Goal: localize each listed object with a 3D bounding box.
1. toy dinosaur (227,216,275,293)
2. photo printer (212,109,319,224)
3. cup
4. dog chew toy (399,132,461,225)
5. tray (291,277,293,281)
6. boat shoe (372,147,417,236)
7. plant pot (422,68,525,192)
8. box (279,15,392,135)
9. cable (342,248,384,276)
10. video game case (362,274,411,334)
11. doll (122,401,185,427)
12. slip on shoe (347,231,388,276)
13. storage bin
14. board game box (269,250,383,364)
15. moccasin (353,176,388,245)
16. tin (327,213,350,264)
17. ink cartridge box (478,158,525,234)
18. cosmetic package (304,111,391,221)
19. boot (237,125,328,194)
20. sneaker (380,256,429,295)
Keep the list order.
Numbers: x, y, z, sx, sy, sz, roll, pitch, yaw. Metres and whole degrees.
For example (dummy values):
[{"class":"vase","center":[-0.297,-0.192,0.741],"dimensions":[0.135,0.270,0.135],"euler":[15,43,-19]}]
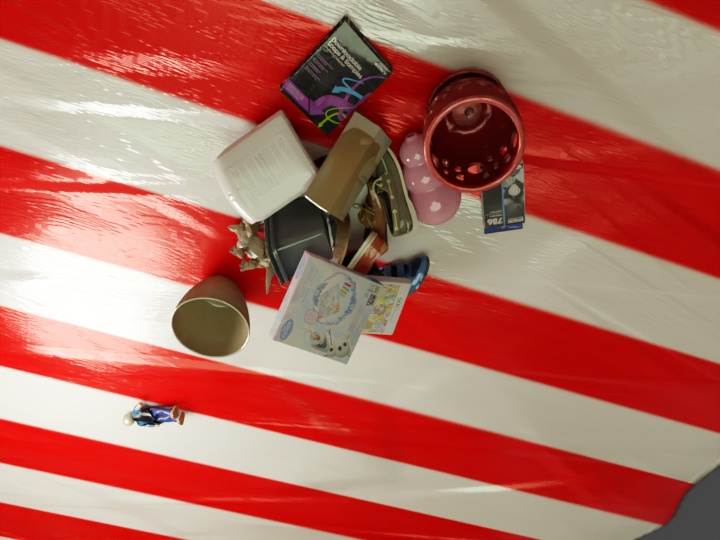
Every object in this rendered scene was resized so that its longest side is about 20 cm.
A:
[{"class":"toy dinosaur","center":[-0.234,-0.050,1.496],"dimensions":[0.085,0.135,0.202],"euler":[-36,82,11]},{"class":"photo printer","center":[-0.201,-0.209,1.363],"dimensions":[0.197,0.070,0.168],"euler":[-33,103,7]},{"class":"cup","center":[-0.365,0.098,1.641],"dimensions":[0.194,0.145,0.204],"euler":[1,129,2]},{"class":"dog chew toy","center":[0.144,-0.202,1.408],"dimensions":[0.121,0.126,0.203],"euler":[-18,119,15]},{"class":"tray","center":[-0.129,0.047,1.544],"dimensions":[0.036,0.205,0.098],"euler":[14,147,-28]},{"class":"boat shoe","center":[0.062,-0.175,1.402],"dimensions":[0.059,0.072,0.207],"euler":[-20,88,-18]},{"class":"plant pot","center":[0.217,-0.289,1.291],"dimensions":[0.194,0.185,0.204],"euler":[1,130,1]},{"class":"box","center":[-0.050,-0.389,1.315],"dimensions":[0.142,0.037,0.199],"euler":[38,119,-25]},{"class":"cable","center":[-0.012,0.053,1.616],"dimensions":[0.164,0.051,0.200],"euler":[47,121,1]},{"class":"video game case","center":[0.006,0.083,1.546],"dimensions":[0.194,0.023,0.185],"euler":[5,133,-14]},{"class":"doll","center":[-0.642,0.445,1.986],"dimensions":[0.194,0.049,0.138],"euler":[-8,138,16]},{"class":"slip on shoe","center":[0.000,0.000,1.518],"dimensions":[0.060,0.074,0.202],"euler":[34,122,-1]},{"class":"storage bin","center":[-0.136,-0.074,1.475],"dimensions":[0.131,0.202,0.148],"euler":[-16,127,3]},{"class":"board game box","center":[-0.075,0.085,1.434],"dimensions":[0.195,0.043,0.204],"euler":[21,99,-29]},{"class":"moccasin","center":[0.023,-0.126,1.504],"dimensions":[0.075,0.075,0.204],"euler":[-7,138,-3]},{"class":"tin","center":[-0.066,-0.047,1.534],"dimensions":[0.041,0.114,0.203],"euler":[6,129,-18]},{"class":"ink cartridge box","center":[0.326,-0.161,1.484],"dimensions":[0.096,0.040,0.204],"euler":[-9,128,8]},{"class":"cosmetic package","center":[-0.024,-0.213,1.350],"dimensions":[0.070,0.105,0.203],"euler":[34,96,17]},{"class":"boot","center":[-0.169,-0.243,1.412],"dimensions":[0.196,0.073,0.168],"euler":[-27,117,11]},{"class":"sneaker","center":[0.088,0.023,1.615],"dimensions":[0.199,0.075,0.082],"euler":[-38,117,26]}]
